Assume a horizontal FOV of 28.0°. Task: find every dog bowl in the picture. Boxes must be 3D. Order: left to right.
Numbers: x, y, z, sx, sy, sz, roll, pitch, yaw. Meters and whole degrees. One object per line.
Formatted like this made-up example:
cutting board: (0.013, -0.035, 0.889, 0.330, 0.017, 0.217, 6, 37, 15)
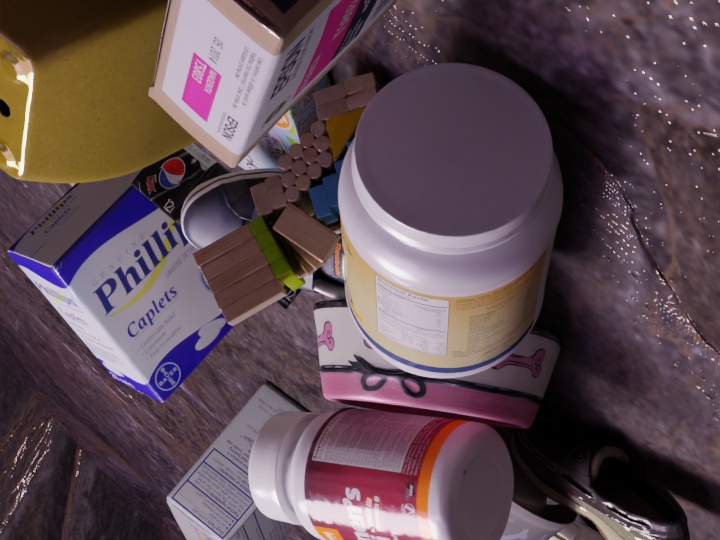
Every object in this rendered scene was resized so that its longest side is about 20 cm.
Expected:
dog bowl: (0.056, 0.076, 1.130, 0.198, 0.075, 0.200, 8, 172, 1)
dog bowl: (0.097, 0.173, 1.274, 0.199, 0.059, 0.200, 36, -166, -10)

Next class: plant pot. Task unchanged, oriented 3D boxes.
plant pot: (-0.198, -0.176, 0.981, 0.194, 0.200, 0.196, 37, 140, 12)

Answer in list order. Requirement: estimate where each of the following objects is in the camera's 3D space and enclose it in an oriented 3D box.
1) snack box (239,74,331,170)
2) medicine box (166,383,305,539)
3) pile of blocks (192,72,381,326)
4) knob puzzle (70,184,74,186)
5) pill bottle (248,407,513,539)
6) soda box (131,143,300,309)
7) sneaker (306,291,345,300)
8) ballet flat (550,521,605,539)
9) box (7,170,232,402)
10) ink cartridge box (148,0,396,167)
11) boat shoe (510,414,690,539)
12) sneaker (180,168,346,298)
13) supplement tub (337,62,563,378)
snack box: (-0.103, -0.144, 1.157, 0.199, 0.053, 0.143, 31, 159, 27)
medicine box: (-0.138, 0.280, 1.877, 0.103, 0.200, 0.183, 34, 159, 21)
pile of blocks: (-0.034, -0.045, 1.034, 0.082, 0.201, 0.062, 36, 179, 17)
knob puzzle: (-0.307, -0.139, 1.590, 0.219, 0.030, 0.220, 38, 160, 17)
pill bottle: (0.013, 0.167, 1.153, 0.199, 0.110, 0.110, 2, 139, 37)
soda box: (-0.113, -0.042, 1.289, 0.071, 0.063, 0.200, 37, 177, 36)
sneaker: (0.000, 0.000, 1.222, 0.199, 0.081, 0.075, 28, 170, 43)
ballet flat: (0.199, 0.274, 1.434, 0.071, 0.071, 0.200, 48, 160, -16)
box: (-0.216, -0.005, 1.464, 0.105, 0.184, 0.201, 18, 150, 51)
ink cartridge box: (-0.033, -0.164, 0.816, 0.075, 0.165, 0.200, 42, 161, 0)
boat shoe: (0.205, 0.173, 1.216, 0.200, 0.073, 0.065, 37, 136, 39)
sneaker: (-0.042, -0.028, 1.099, 0.198, 0.080, 0.079, 1, 122, 2)
supplement tub: (0.058, -0.029, 0.951, 0.144, 0.145, 0.200, 36, 159, 18)
